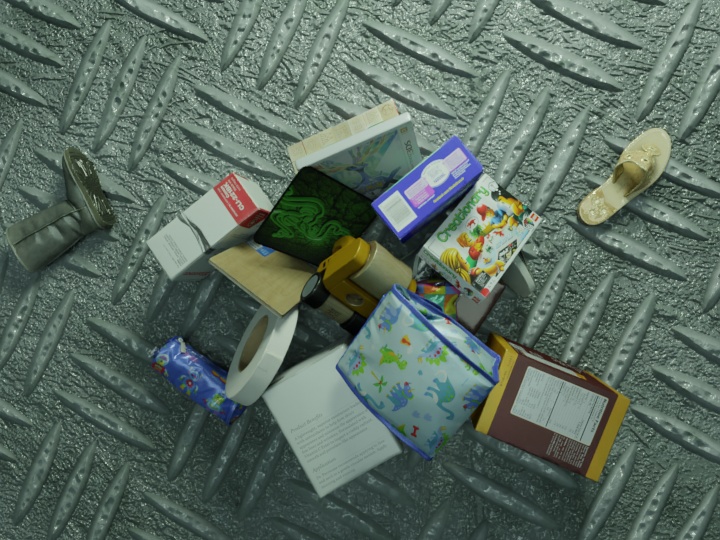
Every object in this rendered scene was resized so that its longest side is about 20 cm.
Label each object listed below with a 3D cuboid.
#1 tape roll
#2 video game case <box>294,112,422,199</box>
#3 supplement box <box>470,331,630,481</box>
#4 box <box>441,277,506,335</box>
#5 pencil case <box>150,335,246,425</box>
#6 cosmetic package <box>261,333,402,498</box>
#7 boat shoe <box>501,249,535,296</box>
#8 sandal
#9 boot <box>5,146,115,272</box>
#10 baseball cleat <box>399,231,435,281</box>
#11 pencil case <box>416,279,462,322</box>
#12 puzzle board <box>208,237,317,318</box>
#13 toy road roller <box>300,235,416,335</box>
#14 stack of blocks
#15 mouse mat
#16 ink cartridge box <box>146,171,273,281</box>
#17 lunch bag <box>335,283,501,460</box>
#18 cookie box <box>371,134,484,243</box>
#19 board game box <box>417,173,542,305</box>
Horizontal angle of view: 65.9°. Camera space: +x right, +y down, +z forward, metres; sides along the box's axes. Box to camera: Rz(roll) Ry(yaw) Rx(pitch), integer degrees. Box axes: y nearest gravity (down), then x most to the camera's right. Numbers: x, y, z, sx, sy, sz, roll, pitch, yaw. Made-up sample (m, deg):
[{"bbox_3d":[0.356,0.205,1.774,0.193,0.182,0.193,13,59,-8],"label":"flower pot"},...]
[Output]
[{"bbox_3d":[-0.173,0.134,0.969,0.037,0.203,0.204,29,95,-20],"label":"tape roll"},{"bbox_3d":[0.007,-0.173,0.953,0.198,0.182,0.022,-22,67,6],"label":"video game case"},{"bbox_3d":[0.295,0.213,0.920,0.198,0.197,0.135,22,94,6],"label":"supplement box"},{"bbox_3d":[0.163,0.083,0.995,0.099,0.075,0.202,32,93,4],"label":"box"},{"bbox_3d":[-0.296,0.201,1.042,0.199,0.078,0.087,35,117,3],"label":"pencil case"},{"bbox_3d":[-0.041,0.242,0.973,0.163,0.165,0.202,-29,89,5],"label":"cosmetic package"},{"bbox_3d":[0.257,-0.051,0.981,0.063,0.071,0.202,-31,88,-18],"label":"boat shoe"},{"bbox_3d":[0.468,-0.161,0.956,0.078,0.070,0.212,44,95,3],"label":"sandal"},{"bbox_3d":[-0.597,-0.117,1.079,0.198,0.073,0.184,-23,87,13],"label":"boot"},{"bbox_3d":[0.120,-0.002,0.992,0.199,0.070,0.107,-35,64,15],"label":"baseball cleat"},{"bbox_3d":[0.127,0.110,0.922,0.087,0.088,0.203,1,95,6],"label":"pencil case"},{"bbox_3d":[-0.155,0.003,0.967,0.150,0.200,0.017,36,113,4],"label":"puzzle board"},{"bbox_3d":[0.000,0.000,0.937,0.122,0.147,0.199,35,138,-22],"label":"toy road roller"},{"bbox_3d":[-0.017,-0.212,0.980,0.198,0.115,0.059,-22,79,6],"label":"stack of blocks"},{"bbox_3d":[-0.070,-0.082,0.960,0.161,0.199,0.008,-51,47,17],"label":"mouse mat"},{"bbox_3d":[-0.259,-0.073,0.999,0.199,0.144,0.084,-38,86,5],"label":"ink cartridge box"},{"bbox_3d":[0.081,0.143,0.830,0.199,0.127,0.171,37,107,4],"label":"lunch bag"},{"bbox_3d":[0.110,-0.126,0.931,0.171,0.200,0.076,-39,86,5],"label":"cookie box"},{"bbox_3d":[0.199,-0.056,0.911,0.126,0.035,0.200,39,62,6],"label":"board game box"}]
